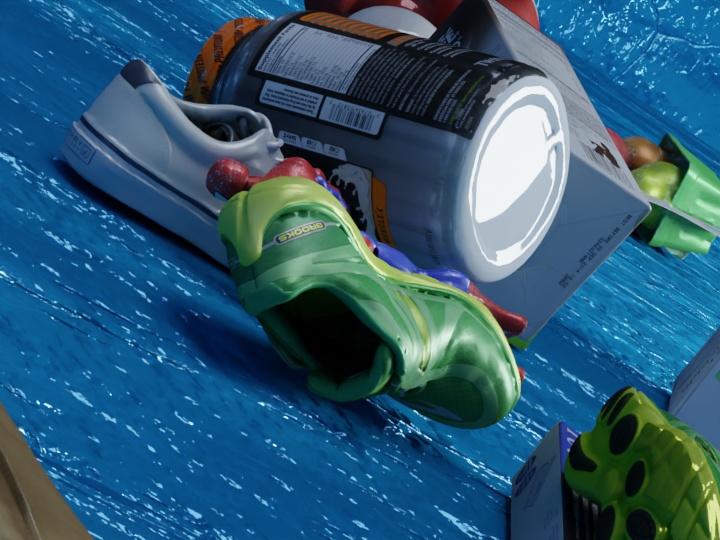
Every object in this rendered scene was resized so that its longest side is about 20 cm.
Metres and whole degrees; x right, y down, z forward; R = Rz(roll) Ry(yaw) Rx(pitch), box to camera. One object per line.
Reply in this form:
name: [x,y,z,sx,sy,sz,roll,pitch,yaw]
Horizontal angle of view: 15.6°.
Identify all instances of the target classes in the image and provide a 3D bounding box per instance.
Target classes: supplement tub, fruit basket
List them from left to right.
supplement tub: [0.006,-0.074,1.458,0.199,0.123,0.122,17,-1,33]
fruit basket: [0.243,-0.087,2.470,0.199,0.094,0.185,18,14,-10]

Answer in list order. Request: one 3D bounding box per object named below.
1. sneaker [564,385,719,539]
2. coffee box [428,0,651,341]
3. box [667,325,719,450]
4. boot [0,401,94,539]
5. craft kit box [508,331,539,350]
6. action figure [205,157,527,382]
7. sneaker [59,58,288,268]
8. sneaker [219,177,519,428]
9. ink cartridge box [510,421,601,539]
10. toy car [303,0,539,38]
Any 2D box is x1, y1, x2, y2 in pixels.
sneaker: [0.144,0.108,1.146,0.083,0.074,0.200,31,13,-11]
coffee box: [0.084,-0.067,1.579,0.080,0.113,0.200,32,20,-29]
box: [0.309,0.119,1.770,0.200,0.097,0.176,38,9,4]
boot: [-0.156,0.036,0.792,0.175,0.066,0.200,28,16,-36]
craft kit box: [0.007,-0.049,1.670,0.197,0.049,0.200,25,16,-36]
action figure: [0.000,0.000,1.350,0.200,0.052,0.066,37,44,-28]
sneaker: [-0.061,-0.043,1.364,0.200,0.071,0.073,29,13,-43]
sneaker: [0.001,0.034,1.258,0.200,0.074,0.084,35,41,-39]
ink cartridge box: [0.119,0.140,1.238,0.094,0.044,0.200,36,12,-4]
toy car: [0.038,-0.144,1.848,0.176,0.185,0.200,20,37,-9]
